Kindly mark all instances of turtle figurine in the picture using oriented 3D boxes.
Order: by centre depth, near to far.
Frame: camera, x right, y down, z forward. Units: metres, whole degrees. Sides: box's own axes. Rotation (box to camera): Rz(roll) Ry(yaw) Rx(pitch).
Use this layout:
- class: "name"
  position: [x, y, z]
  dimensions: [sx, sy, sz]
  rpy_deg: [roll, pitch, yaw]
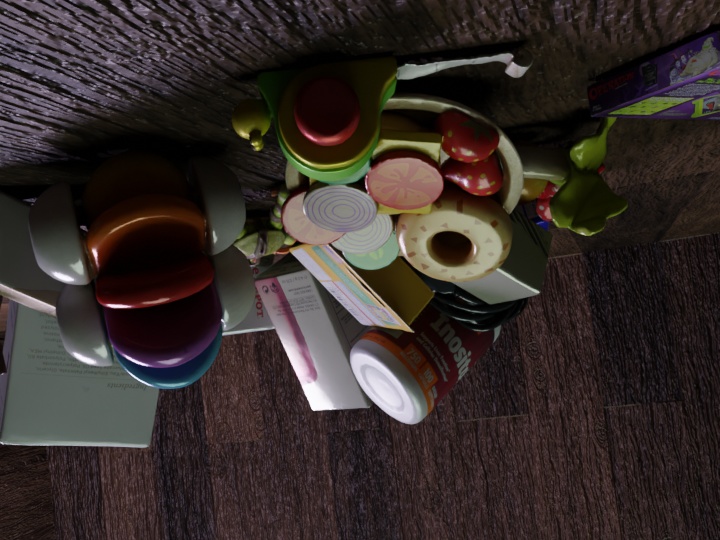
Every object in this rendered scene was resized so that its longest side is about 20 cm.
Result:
- class: "turtle figurine"
  position: [-0.132, -0.036, 0.926]
  dimensions: [0.158, 0.066, 0.199]
  rpy_deg: [-5, 162, -32]

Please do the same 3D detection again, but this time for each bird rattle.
- class: "bird rattle"
  position: [0.181, -0.102, 0.819]
  dimensions: [0.159, 0.115, 0.200]
  rpy_deg: [7, -174, -2]

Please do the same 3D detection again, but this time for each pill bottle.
- class: "pill bottle"
  position: [0.089, 0.069, 0.945]
  dimensions: [0.200, 0.114, 0.112]
  rpy_deg: [-43, -168, -25]

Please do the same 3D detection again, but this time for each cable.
- class: "cable"
  position: [0.103, -0.020, 0.901]
  dimensions: [0.051, 0.198, 0.164]
  rpy_deg: [-48, -169, 35]

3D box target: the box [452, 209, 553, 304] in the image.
- class: "box"
  position: [0.085, -0.043, 0.785]
  dimensions: [0.198, 0.070, 0.082]
  rpy_deg: [29, 157, -26]

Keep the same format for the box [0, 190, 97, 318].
- class: "box"
  position: [-0.274, 0.008, 0.791]
  dimensions: [0.197, 0.079, 0.095]
  rpy_deg: [27, 163, -22]

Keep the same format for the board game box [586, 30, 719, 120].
- class: "board game box"
  position: [0.288, -0.147, 0.639]
  dimensions: [0.197, 0.033, 0.119]
  rpy_deg: [-6, 179, -33]

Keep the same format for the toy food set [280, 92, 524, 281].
- class: "toy food set"
  position: [0.031, -0.061, 0.651]
  dimensions: [0.193, 0.050, 0.201]
  rpy_deg: [3, 147, 2]

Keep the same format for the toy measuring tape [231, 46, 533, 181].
- class: "toy measuring tape"
  position: [0.016, -0.098, 0.526]
  dimensions: [0.195, 0.075, 0.074]
  rpy_deg: [-7, 176, -3]

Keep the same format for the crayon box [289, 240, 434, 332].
- class: "crayon box"
  position: [0.000, 0.000, 0.853]
  dimensions: [0.052, 0.126, 0.200]
  rpy_deg: [-46, -170, -10]

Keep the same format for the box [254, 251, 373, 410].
- class: "box"
  position: [-0.033, 0.066, 1.086]
  dimensions: [0.107, 0.203, 0.128]
  rpy_deg: [-10, -161, 38]

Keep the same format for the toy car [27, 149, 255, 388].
- class: "toy car"
  position: [-0.168, 0.012, 0.678]
  dimensions: [0.172, 0.203, 0.151]
  rpy_deg: [-15, -141, -17]

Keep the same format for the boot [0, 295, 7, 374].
- class: "boot"
  position: [-0.451, 0.035, 0.794]
  dimensions: [0.195, 0.170, 0.072]
  rpy_deg: [-6, 176, -13]

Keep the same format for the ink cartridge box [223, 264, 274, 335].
- class: "ink cartridge box"
  position: [-0.219, 0.018, 1.116]
  dimensions: [0.195, 0.148, 0.085]
  rpy_deg: [-6, 176, -14]

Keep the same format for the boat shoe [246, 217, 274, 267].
- class: "boat shoe"
  position: [-0.177, -0.029, 1.018]
  dimensions: [0.197, 0.063, 0.071]
  rpy_deg: [-4, -164, -43]

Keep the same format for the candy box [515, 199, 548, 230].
- class: "candy box"
  position: [0.140, -0.046, 1.061]
  dimensions: [0.196, 0.079, 0.169]
  rpy_deg: [-17, 165, 9]

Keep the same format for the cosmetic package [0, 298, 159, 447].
- class: "cosmetic package"
  position: [-0.319, 0.077, 0.941]
  dimensions: [0.162, 0.205, 0.164]
  rpy_deg: [8, -173, -26]
